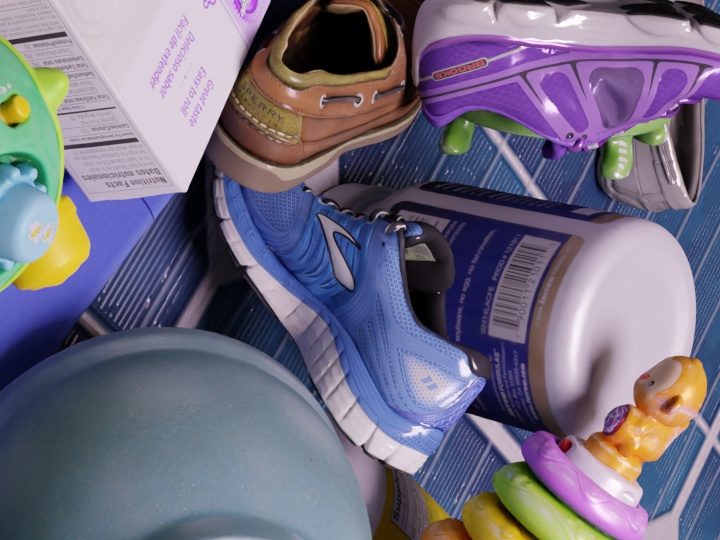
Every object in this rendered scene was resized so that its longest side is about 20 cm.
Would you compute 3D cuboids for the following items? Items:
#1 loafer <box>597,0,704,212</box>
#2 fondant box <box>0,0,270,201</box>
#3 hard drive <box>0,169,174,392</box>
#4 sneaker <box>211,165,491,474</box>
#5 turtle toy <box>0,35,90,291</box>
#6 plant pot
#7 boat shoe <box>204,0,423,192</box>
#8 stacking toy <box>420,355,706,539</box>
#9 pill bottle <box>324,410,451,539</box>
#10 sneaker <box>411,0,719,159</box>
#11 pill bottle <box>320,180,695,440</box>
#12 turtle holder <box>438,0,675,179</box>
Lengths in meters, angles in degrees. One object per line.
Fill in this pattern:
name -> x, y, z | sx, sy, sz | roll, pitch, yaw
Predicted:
loafer -> 0.196, -0.137, 1.253 | 0.070, 0.069, 0.202 | -8, 105, -48
fondant box -> -0.119, -0.150, 0.864 | 0.200, 0.058, 0.145 | 59, 38, -40
hard drive -> -0.173, -0.007, 0.889 | 0.200, 0.025, 0.132 | -55, 135, -25
sneaker -> 0.000, 0.000, 0.976 | 0.089, 0.200, 0.078 | -40, 151, 9
turtle toy -> -0.198, -0.025, 0.764 | 0.199, 0.101, 0.146 | -30, 102, -9
plant pot -> -0.077, 0.141, 0.859 | 0.199, 0.134, 0.202 | -7, 110, -19
boat shoe -> -0.002, -0.104, 0.988 | 0.068, 0.072, 0.200 | -59, 175, 35
stacking toy -> 0.092, 0.119, 0.927 | 0.109, 0.116, 0.200 | 35, 98, -9
pill bottle -> -0.018, 0.143, 1.039 | 0.200, 0.114, 0.115 | 47, 64, -43
sneaker -> 0.123, -0.094, 0.994 | 0.081, 0.198, 0.084 | -90, -175, -73
pill bottle -> 0.062, 0.015, 1.034 | 0.115, 0.199, 0.117 | -16, 112, -45
turtle holder -> 0.118, -0.136, 1.101 | 0.185, 0.140, 0.133 | -20, 119, -50
